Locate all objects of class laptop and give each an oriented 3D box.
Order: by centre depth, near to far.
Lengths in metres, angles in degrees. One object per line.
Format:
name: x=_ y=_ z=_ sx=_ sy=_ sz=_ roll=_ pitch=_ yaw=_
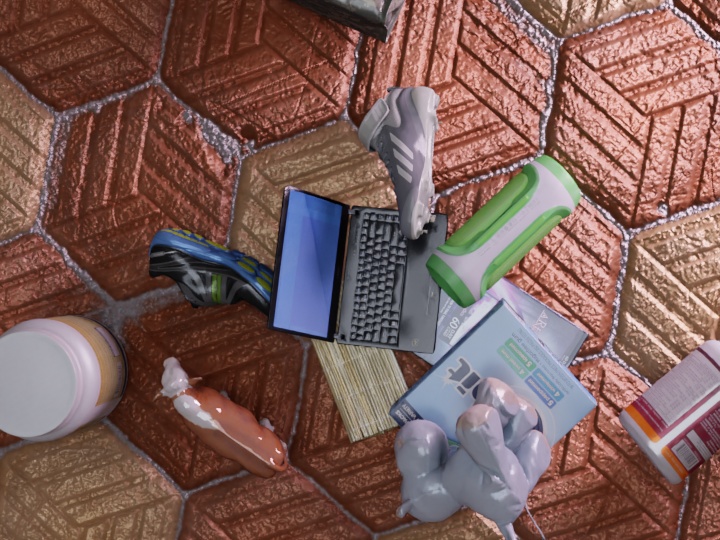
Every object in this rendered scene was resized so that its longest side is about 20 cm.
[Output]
laptop: x=0.000 y=0.000 z=1.572 sx=0.197 sy=0.103 sz=0.180 roll=6 pitch=83 yaw=8

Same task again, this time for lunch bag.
lunch bag: x=0.001 y=-0.411 z=1.579 sx=0.162 sy=0.118 sz=0.202 roll=24 pitch=86 yaw=4

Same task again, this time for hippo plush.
hippo plush: x=0.128 y=0.237 z=1.521 sx=0.159 sy=0.159 sz=0.203 roll=-16 pitch=90 yaw=33

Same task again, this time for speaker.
speaker: x=0.175 y=-0.048 z=1.568 sx=0.200 sy=0.088 sz=0.089 roll=-43 pitch=87 yaw=-5

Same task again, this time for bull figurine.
bull figurine: x=-0.172 y=0.186 z=1.588 sx=0.199 sy=0.121 sz=0.065 roll=41 pitch=92 yaw=3

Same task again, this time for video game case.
video game case: x=0.167 y=0.085 z=1.613 sx=0.199 sy=0.019 sz=0.144 roll=33 pitch=93 yaw=5

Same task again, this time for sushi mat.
sushi mat: x=-0.005 y=0.113 z=1.629 sx=0.095 sy=0.012 sz=0.202 roll=-22 pitch=88 yaw=4

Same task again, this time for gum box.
gum box: x=0.162 y=0.168 z=1.581 sx=0.200 sy=0.045 sz=0.170 roll=-43 pitch=90 yaw=9

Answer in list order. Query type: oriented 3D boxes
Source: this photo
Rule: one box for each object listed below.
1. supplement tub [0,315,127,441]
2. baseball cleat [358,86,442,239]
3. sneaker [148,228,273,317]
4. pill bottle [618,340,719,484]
supplement tub: x=-0.375 y=0.130 z=1.565 sx=0.142 sy=0.200 sz=0.147 roll=0 pitch=90 yaw=4
baseball cleat: x=0.046 y=-0.133 z=1.591 sx=0.105 sy=0.070 sz=0.203 roll=3 pitch=67 yaw=12
sneaker: x=-0.179 y=0.015 z=1.622 sx=0.197 sy=0.071 sz=0.084 roll=24 pitch=106 yaw=5
pill bottle: x=0.419 y=0.156 z=1.546 sx=0.199 sy=0.110 sz=0.110 roll=-40 pitch=87 yaw=3
